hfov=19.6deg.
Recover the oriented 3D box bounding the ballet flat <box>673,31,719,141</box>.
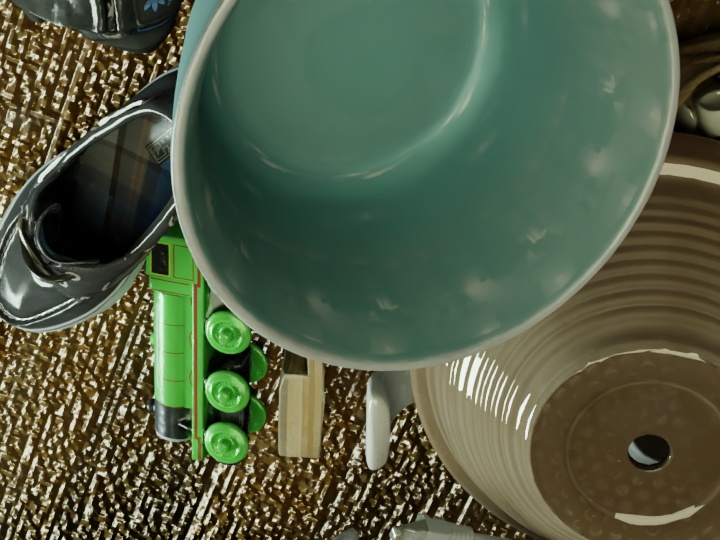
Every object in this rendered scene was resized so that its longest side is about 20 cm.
[{"bbox_3d":[0.210,-0.084,0.872,0.199,0.072,0.068,-13,114,12],"label":"ballet flat"}]

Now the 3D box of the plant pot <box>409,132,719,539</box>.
[{"bbox_3d":[0.117,0.051,0.871,0.200,0.093,0.202,2,117,4],"label":"plant pot"}]

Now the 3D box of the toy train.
[{"bbox_3d":[-0.072,0.003,0.967,0.056,0.042,0.201,10,119,12],"label":"toy train"}]

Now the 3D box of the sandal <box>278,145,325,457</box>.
[{"bbox_3d":[0.000,-0.004,0.940,0.069,0.078,0.212,2,126,-1],"label":"sandal"}]

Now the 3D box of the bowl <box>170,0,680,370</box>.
[{"bbox_3d":[0.011,-0.074,0.803,0.200,0.105,0.202,-9,119,-17],"label":"bowl"}]

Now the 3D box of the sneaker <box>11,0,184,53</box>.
[{"bbox_3d":[-0.075,-0.147,0.843,0.199,0.077,0.112,0,120,31],"label":"sneaker"}]

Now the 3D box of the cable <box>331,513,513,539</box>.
[{"bbox_3d":[0.061,0.200,0.946,0.199,0.069,0.200,9,136,-12],"label":"cable"}]

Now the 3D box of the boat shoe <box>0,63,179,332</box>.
[{"bbox_3d":[-0.116,-0.024,0.914,0.200,0.066,0.070,-33,92,40],"label":"boat shoe"}]

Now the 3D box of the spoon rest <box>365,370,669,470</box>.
[{"bbox_3d":[0.098,0.055,0.975,0.199,0.061,0.100,-2,120,-8],"label":"spoon rest"}]

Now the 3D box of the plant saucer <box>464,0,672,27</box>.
[{"bbox_3d":[0.077,-0.197,0.838,0.200,0.051,0.201,2,118,4],"label":"plant saucer"}]
